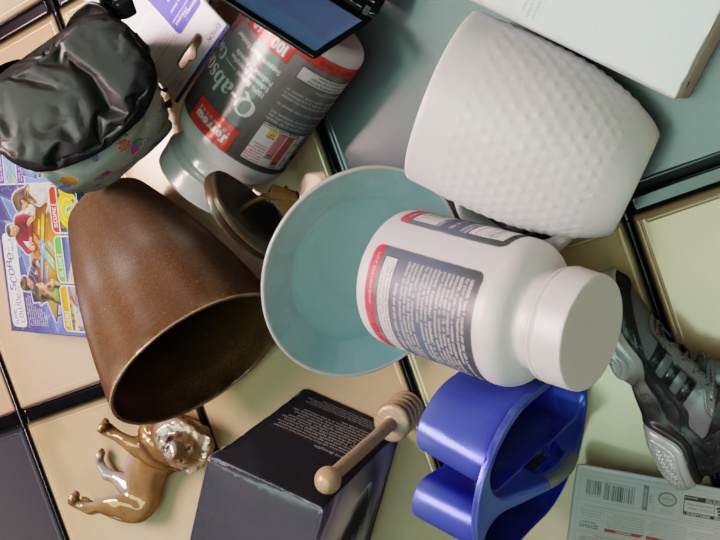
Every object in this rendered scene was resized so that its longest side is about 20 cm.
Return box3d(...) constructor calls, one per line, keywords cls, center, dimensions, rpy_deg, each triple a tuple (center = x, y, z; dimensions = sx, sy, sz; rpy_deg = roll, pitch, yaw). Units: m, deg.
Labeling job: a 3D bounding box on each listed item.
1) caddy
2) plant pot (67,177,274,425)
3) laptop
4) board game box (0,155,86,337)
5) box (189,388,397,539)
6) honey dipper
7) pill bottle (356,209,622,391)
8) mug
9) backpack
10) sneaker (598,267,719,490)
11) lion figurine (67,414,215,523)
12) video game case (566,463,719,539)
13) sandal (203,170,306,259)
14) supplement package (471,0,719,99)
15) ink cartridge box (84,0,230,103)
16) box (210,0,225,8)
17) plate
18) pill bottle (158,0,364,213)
box3d(cls="caddy", center=(0.129, 0.153, 0.830), dimensions=(0.104, 0.199, 0.144), rpy_deg=(17, 116, 32))
box3d(cls="plant pot", center=(-0.205, 0.013, 0.964), dimensions=(0.187, 0.186, 0.201), rpy_deg=(-48, 64, 23))
box3d(cls="laptop", center=(-0.050, -0.295, 0.826), dimensions=(0.176, 0.103, 0.202), rpy_deg=(33, 91, 7))
box3d(cls="board game box", center=(-0.337, -0.033, 1.065), dimensions=(0.133, 0.034, 0.204), rpy_deg=(3, 101, 31))
box3d(cls="box", center=(-0.067, 0.250, 0.926), dimensions=(0.122, 0.198, 0.203), rpy_deg=(20, 108, 18))
box3d(cls="honey dipper", center=(0.009, 0.155, 0.874), dimensions=(0.037, 0.200, 0.039), rpy_deg=(5, 103, 21))
box3d(cls="pill bottle", center=(0.103, 0.026, 0.797), dimensions=(0.198, 0.118, 0.122), rpy_deg=(18, 108, 43))
box3d(cls="mug", center=(0.140, -0.090, 0.816), dimensions=(0.173, 0.148, 0.202), rpy_deg=(26, 139, 11))
box3d(cls="backpack", center=(-0.245, -0.143, 0.874), dimensions=(0.165, 0.200, 0.128), rpy_deg=(-29, 96, -5))
box3d(cls="sneaker", center=(0.275, 0.077, 0.818), dimensions=(0.113, 0.075, 0.203), rpy_deg=(-22, 97, 24))
box3d(cls="lion figurine", center=(-0.237, 0.219, 1.071), dimensions=(0.121, 0.073, 0.201), rpy_deg=(30, 125, 2))
box3d(cls="video game case", center=(0.243, 0.279, 0.838), dimensions=(0.141, 0.018, 0.204), rpy_deg=(8, 75, 12))
box3d(cls="sandal", center=(-0.061, -0.039, 0.885), dimensions=(0.054, 0.199, 0.082), rpy_deg=(-41, 39, 20))
box3d(cls="supplement package", center=(0.191, -0.229, 0.769), dimensions=(0.198, 0.117, 0.118), rpy_deg=(30, 108, 15))
box3d(cls="ink cartridge box", center=(-0.205, -0.263, 0.931), dimensions=(0.200, 0.037, 0.095), rpy_deg=(49, 116, 12))
box3d(cls="box", center=(-0.127, -0.279, 0.937), dimensions=(0.197, 0.039, 0.042), rpy_deg=(-11, 94, 24))
box3d(cls="plate", center=(0.000, 0.000, 0.884), dimensions=(0.026, 0.197, 0.203), rpy_deg=(43, 121, 57))
box3d(cls="pill bottle", center=(-0.095, -0.154, 0.905), dimensions=(0.116, 0.116, 0.201), rpy_deg=(43, 113, 10))
